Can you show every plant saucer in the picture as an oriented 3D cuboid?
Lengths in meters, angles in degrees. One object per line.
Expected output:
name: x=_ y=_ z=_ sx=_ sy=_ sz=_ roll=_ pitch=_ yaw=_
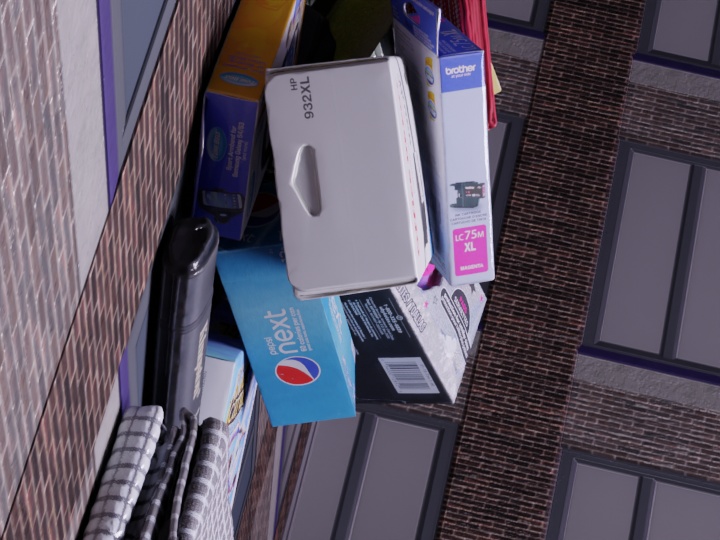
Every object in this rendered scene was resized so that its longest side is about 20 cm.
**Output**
plant saucer: x=-0.004 y=-0.204 z=1.660 sx=0.200 sy=0.048 sz=0.200 roll=-54 pitch=-170 yaw=31

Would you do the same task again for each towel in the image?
towel: x=-0.126 y=0.199 z=1.317 sx=0.200 sy=0.085 sz=0.166 roll=99 pitch=3 yaw=-49
towel: x=0.061 y=-0.166 z=1.603 sx=0.200 sy=0.022 sz=0.145 roll=165 pitch=-79 yaw=-77

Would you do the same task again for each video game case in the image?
video game case: x=-0.117 y=0.130 z=1.616 sx=0.200 sy=0.045 sz=0.182 roll=-63 pitch=164 yaw=-79

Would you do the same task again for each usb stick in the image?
usb stick: x=-0.116 y=0.048 z=1.371 sx=0.200 sy=0.032 sz=0.056 roll=101 pitch=3 yaw=-46

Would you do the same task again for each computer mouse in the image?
computer mouse: x=-0.044 y=-0.197 z=1.508 sx=0.034 sy=0.058 sz=0.200 roll=-45 pitch=151 yaw=-52

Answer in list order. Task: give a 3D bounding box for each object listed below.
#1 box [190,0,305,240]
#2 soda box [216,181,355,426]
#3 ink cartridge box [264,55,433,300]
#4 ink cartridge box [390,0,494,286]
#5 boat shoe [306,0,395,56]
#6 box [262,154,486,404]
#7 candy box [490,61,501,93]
box: x=-0.074 y=-0.114 z=1.417 sx=0.200 sy=0.041 sz=0.119 roll=-78 pitch=179 yaw=-48
soda box: x=-0.053 y=0.026 z=1.550 sx=0.200 sy=0.068 sz=0.064 roll=75 pitch=11 yaw=-46
ink cartridge box: x=-0.004 y=-0.066 z=1.403 sx=0.200 sy=0.083 sz=0.146 roll=-51 pitch=134 yaw=-83
ink cartridge box: x=0.057 y=-0.102 z=1.499 sx=0.119 sy=0.042 sz=0.201 roll=-126 pitch=-153 yaw=-66
boat shoe: x=-0.008 y=-0.216 z=1.819 sx=0.060 sy=0.075 sz=0.200 roll=-88 pitch=174 yaw=-51
box: x=0.000 y=0.000 z=1.657 sx=0.200 sy=0.132 sz=0.115 roll=60 pitch=38 yaw=-42
candy box: x=0.050 y=-0.246 z=1.859 sx=0.200 sy=0.055 sz=0.116 roll=64 pitch=1 yaw=33
